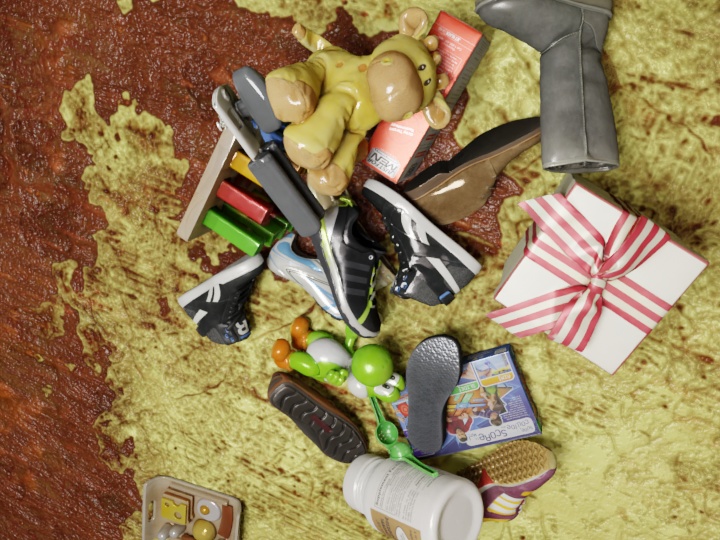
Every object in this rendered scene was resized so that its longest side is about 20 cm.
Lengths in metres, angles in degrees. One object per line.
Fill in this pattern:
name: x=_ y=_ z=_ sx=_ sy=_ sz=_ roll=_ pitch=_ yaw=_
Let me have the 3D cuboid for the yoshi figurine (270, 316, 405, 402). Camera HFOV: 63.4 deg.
yoshi figurine: x=-0.027 y=0.127 z=0.861 sx=0.200 sy=0.112 sz=0.113 roll=19 pitch=89 yaw=19

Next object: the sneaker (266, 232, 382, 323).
sneaker: x=-0.046 y=0.018 z=0.867 sx=0.200 sy=0.072 sz=0.073 roll=36 pitch=99 yaw=0

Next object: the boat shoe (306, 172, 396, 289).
boat shoe: x=-0.014 y=-0.061 z=0.836 sx=0.063 sy=0.073 sz=0.200 roll=-22 pitch=108 yaw=15

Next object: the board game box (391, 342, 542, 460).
board game box: x=0.151 y=0.201 z=0.872 sx=0.200 sy=0.034 sz=0.136 roll=-20 pitch=98 yaw=22

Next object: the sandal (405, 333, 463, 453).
sandal: x=0.103 y=0.173 z=0.844 sx=0.076 sy=0.043 sz=0.200 roll=19 pitch=120 yaw=20

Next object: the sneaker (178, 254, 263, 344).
sneaker: x=-0.190 y=0.051 z=0.902 sx=0.200 sy=0.073 sz=0.112 roll=-25 pitch=101 yaw=42

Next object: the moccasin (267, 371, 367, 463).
moccasin: x=-0.068 y=0.234 z=0.931 sx=0.201 sy=0.078 sz=0.074 roll=38 pitch=97 yaw=-16

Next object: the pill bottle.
pill bottle: x=0.069 y=0.339 z=0.860 sx=0.200 sy=0.114 sz=0.115 roll=1 pitch=108 yaw=49

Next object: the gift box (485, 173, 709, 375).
gift box: x=0.260 y=-0.006 z=0.700 sx=0.200 sy=0.187 sz=0.185 roll=28 pitch=111 yaw=7

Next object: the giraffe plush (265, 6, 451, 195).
giraffe plush: x=0.013 y=-0.198 z=0.653 sx=0.162 sy=0.200 sz=0.173 roll=-6 pitch=145 yaw=23

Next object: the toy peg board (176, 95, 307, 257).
toy peg board: x=-0.120 y=-0.125 z=0.779 sx=0.098 sy=0.200 sz=0.199 roll=33 pitch=112 yaw=2

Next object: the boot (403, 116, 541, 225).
boot: x=0.160 y=-0.130 z=0.768 sx=0.200 sy=0.074 sz=0.075 roll=-28 pitch=111 yaw=28

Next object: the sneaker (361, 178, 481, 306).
sneaker: x=0.058 y=-0.027 z=0.803 sx=0.200 sy=0.073 sz=0.112 roll=40 pitch=94 yaw=2

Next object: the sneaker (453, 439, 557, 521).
sneaker: x=0.221 y=0.319 z=0.863 sx=0.090 sy=0.075 sz=0.200 roll=39 pitch=130 yaw=-17

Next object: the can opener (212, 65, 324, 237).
can opener: x=-0.095 y=-0.125 z=0.653 sx=0.066 sy=0.053 sz=0.200 roll=-16 pitch=125 yaw=22

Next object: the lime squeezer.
lime squeezer: x=0.056 y=0.250 z=0.876 sx=0.200 sy=0.038 sz=0.071 roll=48 pitch=130 yaw=45

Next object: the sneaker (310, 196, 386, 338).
sneaker: x=0.000 y=0.000 z=0.780 sx=0.083 sy=0.072 sz=0.200 roll=-18 pitch=109 yaw=15

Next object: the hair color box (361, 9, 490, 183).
hair color box: x=0.082 y=-0.215 z=0.742 sx=0.061 sy=0.102 sz=0.200 roll=33 pitch=111 yaw=7

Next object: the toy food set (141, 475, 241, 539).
toy food set: x=-0.314 y=0.477 z=1.082 sx=0.200 sy=0.060 sz=0.144 roll=12 pitch=109 yaw=13

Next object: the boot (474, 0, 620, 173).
boot: x=0.217 y=-0.216 z=0.675 sx=0.182 sy=0.073 sz=0.200 roll=3 pitch=94 yaw=-6
